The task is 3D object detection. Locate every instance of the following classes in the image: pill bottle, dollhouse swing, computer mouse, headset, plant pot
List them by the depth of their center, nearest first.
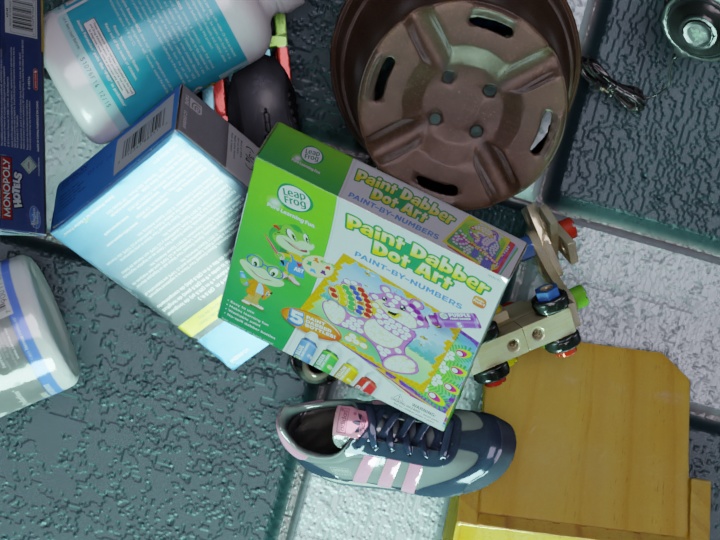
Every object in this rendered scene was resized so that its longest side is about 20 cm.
[{"bbox_3d":[0.072,-0.138,1.522,0.199,0.198,0.202,0,106,2],"label":"plant pot"},{"bbox_3d":[-0.145,-0.190,1.589,0.199,0.111,0.111,-29,93,0],"label":"pill bottle"},{"bbox_3d":[-0.332,0.075,1.612,0.199,0.114,0.114,-23,93,0],"label":"pill bottle"},{"bbox_3d":[0.261,-0.213,1.622,0.094,0.124,0.201,34,111,-2],"label":"headset"},{"bbox_3d":[-0.068,-0.072,1.634,0.058,0.034,0.202,-10,93,-3],"label":"computer mouse"},{"bbox_3d":[0.171,0.182,1.671,0.198,0.177,0.183,7,133,-2],"label":"dollhouse swing"}]

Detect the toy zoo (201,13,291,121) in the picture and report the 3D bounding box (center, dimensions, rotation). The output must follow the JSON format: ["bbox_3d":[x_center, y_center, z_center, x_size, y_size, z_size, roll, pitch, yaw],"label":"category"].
[{"bbox_3d":[-0.117,-0.122,1.657,0.130,0.020,0.202,-5,92,-2],"label":"toy zoo"}]

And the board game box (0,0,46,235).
[{"bbox_3d":[-0.316,-0.104,1.582,0.061,0.199,0.202,7,73,-38],"label":"board game box"}]

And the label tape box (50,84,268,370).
[{"bbox_3d":[-0.120,-0.030,1.604,0.144,0.064,0.200,-35,123,25],"label":"label tape box"}]

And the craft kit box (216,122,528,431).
[{"bbox_3d":[0.003,0.008,1.499,0.199,0.198,0.049,26,49,6],"label":"craft kit box"}]

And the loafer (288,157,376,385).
[{"bbox_3d":[0.000,0.000,1.644,0.071,0.063,0.201,21,91,-2],"label":"loafer"}]

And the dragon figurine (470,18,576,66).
[{"bbox_3d":[0.075,-0.208,1.641,0.200,0.059,0.099,45,90,-2],"label":"dragon figurine"}]

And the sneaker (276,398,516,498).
[{"bbox_3d":[0.022,0.133,1.592,0.199,0.082,0.071,-6,63,34],"label":"sneaker"}]

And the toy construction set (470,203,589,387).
[{"bbox_3d":[0.103,0.034,1.626,0.199,0.131,0.092,-36,110,-5],"label":"toy construction set"}]
